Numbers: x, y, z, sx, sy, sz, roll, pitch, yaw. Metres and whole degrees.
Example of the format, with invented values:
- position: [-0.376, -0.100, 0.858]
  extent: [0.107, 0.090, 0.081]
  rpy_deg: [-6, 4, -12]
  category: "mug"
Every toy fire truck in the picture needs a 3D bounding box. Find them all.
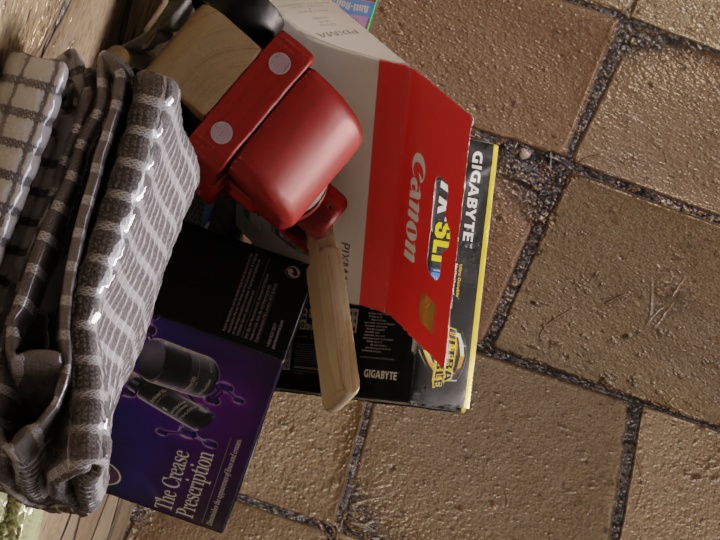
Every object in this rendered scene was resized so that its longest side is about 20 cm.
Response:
- position: [-0.045, -0.038, 1.274]
  extent: [0.129, 0.200, 0.176]
  rpy_deg: [-50, -179, -10]
  category: "toy fire truck"

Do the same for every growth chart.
- position: [-0.070, -0.180, 1.264]
  extent: [0.200, 0.018, 0.145]
  rpy_deg: [-54, 180, -4]
  category: "growth chart"

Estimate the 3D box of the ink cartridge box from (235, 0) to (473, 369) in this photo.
- position: [-0.010, -0.055, 1.351]
  extent: [0.200, 0.050, 0.162]
  rpy_deg: [-133, -140, -51]
  category: "ink cartridge box"

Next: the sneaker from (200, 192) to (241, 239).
- position: [-0.105, -0.066, 1.519]
  extent: [0.076, 0.076, 0.201]
  rpy_deg: [106, -5, -51]
  category: "sneaker"

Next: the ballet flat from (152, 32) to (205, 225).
- position: [-0.120, -0.081, 1.418]
  extent: [0.072, 0.072, 0.202]
  rpy_deg: [-83, -168, -83]
  category: "ballet flat"

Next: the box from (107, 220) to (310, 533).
- position: [-0.120, 0.059, 1.418]
  extent: [0.200, 0.140, 0.079]
  rpy_deg: [110, 1, -52]
  category: "box"

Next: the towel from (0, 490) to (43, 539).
- position: [-0.225, 0.213, 1.381]
  extent: [0.148, 0.036, 0.201]
  rpy_deg: [112, -4, -82]
  category: "towel"

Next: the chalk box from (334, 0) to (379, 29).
- position: [-0.056, -0.221, 2.184]
  extent: [0.200, 0.124, 0.125]
  rpy_deg: [129, -20, -82]
  category: "chalk box"

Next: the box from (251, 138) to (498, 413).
- position: [0.000, 0.000, 1.447]
  extent: [0.199, 0.049, 0.161]
  rpy_deg: [1, -98, 56]
  category: "box"

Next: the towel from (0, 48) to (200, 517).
- position: [-0.120, 0.010, 0.954]
  extent: [0.200, 0.085, 0.167]
  rpy_deg: [115, -8, -79]
  category: "towel"
